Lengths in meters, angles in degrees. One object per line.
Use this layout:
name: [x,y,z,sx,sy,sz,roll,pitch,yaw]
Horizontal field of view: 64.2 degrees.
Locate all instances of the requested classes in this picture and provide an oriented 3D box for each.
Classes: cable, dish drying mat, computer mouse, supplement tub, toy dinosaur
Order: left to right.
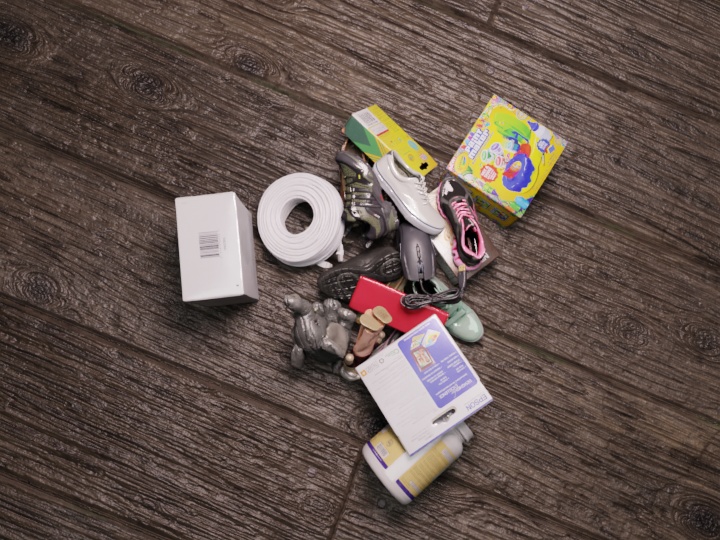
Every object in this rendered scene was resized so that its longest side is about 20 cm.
cable: [-0.130,-0.109,1.240,0.198,0.069,0.202,3,86,17]
toy dinosaur: [-0.018,-0.102,1.279,0.199,0.048,0.089,-26,70,-5]
dish drying mat: [0.078,0.082,1.191,0.199,0.018,0.077,23,100,4]
supplement tub: [0.118,0.359,1.182,0.200,0.145,0.146,-40,87,-6]
computer mouse: [0.146,-0.022,1.172,0.139,0.046,0.202,-2,67,0]

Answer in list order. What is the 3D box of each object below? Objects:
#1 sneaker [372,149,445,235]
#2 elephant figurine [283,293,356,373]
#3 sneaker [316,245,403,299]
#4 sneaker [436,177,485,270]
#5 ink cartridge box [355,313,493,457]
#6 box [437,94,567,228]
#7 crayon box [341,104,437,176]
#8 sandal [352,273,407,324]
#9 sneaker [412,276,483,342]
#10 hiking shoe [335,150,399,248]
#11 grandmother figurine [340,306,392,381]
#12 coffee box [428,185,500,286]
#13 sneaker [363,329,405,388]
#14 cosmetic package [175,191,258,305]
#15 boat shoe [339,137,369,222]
sneaker: [0.107,-0.159,1.176,0.200,0.071,0.073,46,42,0]
elephant figurine: [-0.093,0.132,1.162,0.155,0.200,0.142,38,103,8]
sneaker: [0.000,0.000,1.243,0.198,0.091,0.077,-16,117,-9]
sneaker: [0.215,-0.103,1.185,0.078,0.095,0.202,-16,83,-3]
ink cartridge box: [0.123,0.224,1.134,0.197,0.047,0.201,-34,77,1]
box: [0.308,-0.236,1.272,0.192,0.122,0.201,33,83,2]
crayon box: [0.067,-0.270,1.262,0.200,0.127,0.051,44,125,3]
sandal: [0.062,0.045,1.260,0.080,0.054,0.200,21,66,43]
sneaker: [0.180,0.085,1.224,0.200,0.118,0.074,45,101,6]
hiking shoe: [-0.005,-0.148,1.182,0.100,0.076,0.201,-36,98,-12]
grandmother figurine: [0.005,0.159,1.189,0.121,0.201,0.061,-17,55,-37]
coffee box: [0.201,-0.080,1.269,0.114,0.080,0.201,-35,86,-6]
sneaker: [0.072,0.175,1.230,0.080,0.086,0.201,30,84,3]
cosmetic package: [-0.289,-0.035,1.180,0.122,0.200,0.201,-6,83,-1]
boat shoe: [-0.016,-0.203,1.257,0.075,0.072,0.202,-9,71,8]
